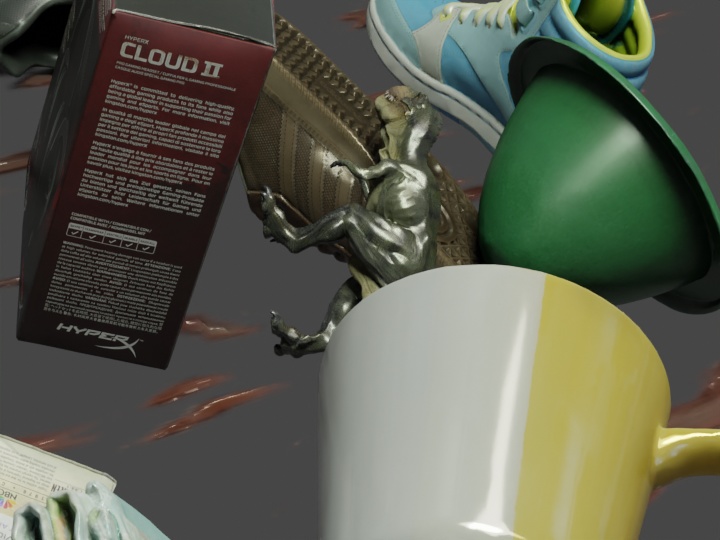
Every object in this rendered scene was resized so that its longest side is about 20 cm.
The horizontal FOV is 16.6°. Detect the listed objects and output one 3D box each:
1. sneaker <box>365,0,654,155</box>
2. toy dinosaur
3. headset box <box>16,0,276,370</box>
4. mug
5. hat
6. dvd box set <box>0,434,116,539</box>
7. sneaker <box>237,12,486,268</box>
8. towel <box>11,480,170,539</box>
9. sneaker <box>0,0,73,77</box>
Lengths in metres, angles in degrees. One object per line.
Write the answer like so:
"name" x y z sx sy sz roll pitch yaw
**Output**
"sneaker" 0.089 -0.138 1.359 0.079 0.131 0.200 -18 48 -41
"toy dinosaur" 0.000 0.000 1.148 0.088 0.047 0.200 -4 70 1
"headset box" -0.097 -0.081 1.121 0.077 0.200 0.149 11 35 -13
"mug" 0.061 0.095 0.986 0.149 0.186 0.153 50 32 -29
"hat" 0.068 0.000 1.201 0.176 0.200 0.166 -36 100 -14
"dvd box set" -0.183 0.131 0.875 0.146 0.029 0.200 20 47 -5
"sneaker" -0.012 -0.041 1.238 0.200 0.076 0.070 49 28 4
"towel" -0.039 0.176 0.829 0.200 0.048 0.171 50 9 -48
"sneaker" -0.129 -0.141 1.319 0.200 0.075 0.085 -12 50 -26
